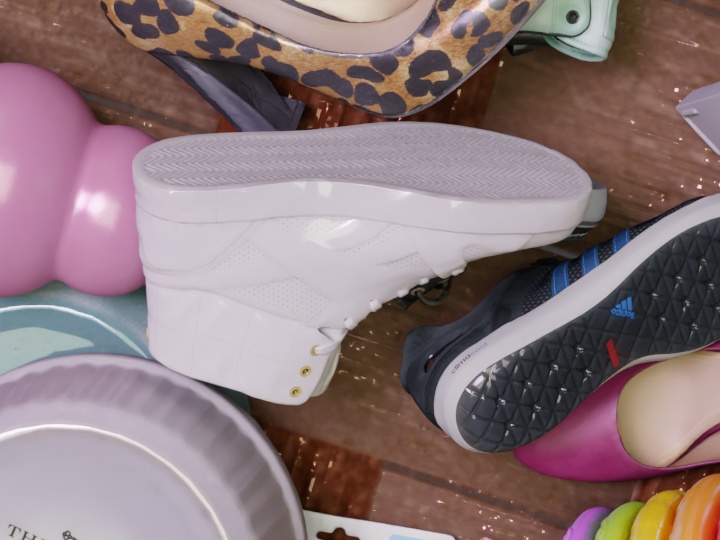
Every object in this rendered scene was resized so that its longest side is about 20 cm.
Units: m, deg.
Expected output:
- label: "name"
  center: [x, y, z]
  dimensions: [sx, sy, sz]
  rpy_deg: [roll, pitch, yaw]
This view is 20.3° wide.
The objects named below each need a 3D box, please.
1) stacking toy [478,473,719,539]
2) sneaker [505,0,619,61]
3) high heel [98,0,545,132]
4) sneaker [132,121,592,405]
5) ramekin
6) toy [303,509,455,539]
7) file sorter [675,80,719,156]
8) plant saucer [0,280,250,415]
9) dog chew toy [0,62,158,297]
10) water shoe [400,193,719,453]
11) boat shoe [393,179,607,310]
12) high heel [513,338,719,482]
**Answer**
- label: "stacking toy"
  center: [0.130, 0.147, 0.935]
  dimensions: [0.199, 0.110, 0.117]
  rpy_deg: [-7, 93, 31]
- label: "sneaker"
  center: [0.130, -0.160, 0.935]
  dimensions: [0.199, 0.074, 0.119]
  rpy_deg: [-12, 87, 9]
- label: "high heel"
  center: [-0.019, -0.131, 0.877]
  dimensions: [0.199, 0.072, 0.143]
  rpy_deg: [-22, 131, 32]
- label: "sneaker"
  center: [0.000, 0.000, 0.895]
  dimensions: [0.198, 0.074, 0.116]
  rpy_deg: [0, 120, -3]
- label: "ramekin"
  center: [-0.125, 0.140, 0.895]
  dimensions: [0.201, 0.094, 0.204]
  rpy_deg: [0, 93, 2]
- label: "toy"
  center: [-0.026, 0.220, 0.968]
  dimensions: [0.114, 0.047, 0.201]
  rpy_deg: [10, 94, -2]
- label: "file sorter"
  center: [0.269, -0.049, 0.916]
  dimensions: [0.125, 0.139, 0.200]
  rpy_deg: [-44, 93, -2]
- label: "plant saucer"
  center: [-0.152, 0.085, 0.958]
  dimensions: [0.198, 0.036, 0.202]
  rpy_deg: [0, 92, 2]
- label: "dog chew toy"
  center: [-0.172, -0.044, 0.914]
  dimensions: [0.199, 0.125, 0.125]
  rpy_deg: [16, 93, -6]
- label: "water shoe"
  center: [0.108, 0.010, 0.944]
  dimensions: [0.199, 0.079, 0.072]
  rpy_deg: [-27, 123, -19]
- label: "boat shoe"
  center: [0.016, -0.014, 0.947]
  dimensions: [0.198, 0.070, 0.067]
  rpy_deg: [-1, 101, -1]
- label: "high heel"
  center: [0.170, 0.062, 0.939]
  dimensions: [0.199, 0.096, 0.068]
  rpy_deg: [-16, 94, -1]
